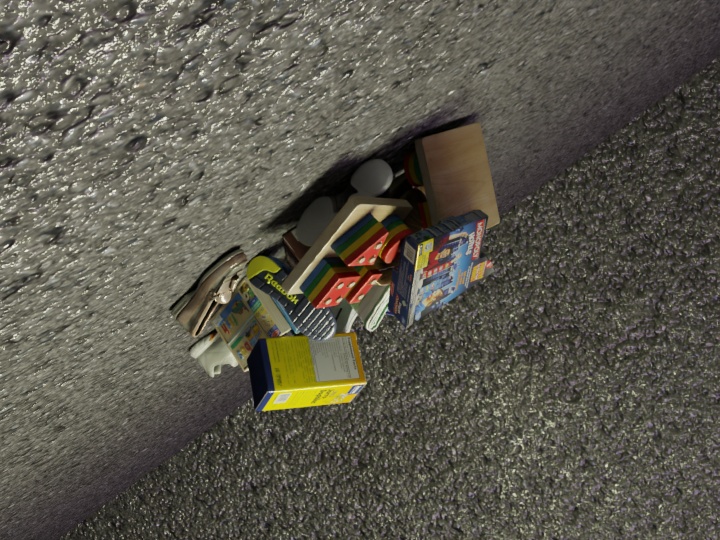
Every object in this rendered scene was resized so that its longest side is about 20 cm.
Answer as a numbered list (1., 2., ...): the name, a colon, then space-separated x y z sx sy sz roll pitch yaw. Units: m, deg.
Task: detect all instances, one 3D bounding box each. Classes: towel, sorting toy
1. towel: 0.000 0.000 1.723 0.031 0.200 0.149 2 128 -43
2. sorting toy: 0.165 -0.160 1.645 0.069 0.200 0.200 -5 -168 41
3. sorting toy: -0.003 -0.025 1.475 0.199 0.070 0.200 -50 160 21

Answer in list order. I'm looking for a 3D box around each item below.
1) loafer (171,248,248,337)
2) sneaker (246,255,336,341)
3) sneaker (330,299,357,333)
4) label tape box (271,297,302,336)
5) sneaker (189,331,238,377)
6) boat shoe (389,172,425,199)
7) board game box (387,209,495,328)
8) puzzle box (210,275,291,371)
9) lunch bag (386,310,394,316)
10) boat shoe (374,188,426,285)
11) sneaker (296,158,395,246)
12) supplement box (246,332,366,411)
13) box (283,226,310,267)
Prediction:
1. loafer: -0.245 0.040 1.491 0.200 0.063 0.072 -41 171 34
2. sneaker: -0.117 0.045 1.608 0.074 0.200 0.082 -44 179 10
3. sneaker: -0.034 0.073 1.806 0.200 0.073 0.071 -56 173 -36
4. label tape box: -0.140 0.058 1.739 0.066 0.143 0.200 -33 172 -10
5. sneaker: -0.278 0.157 1.932 0.200 0.092 0.076 -39 172 19
6. boat shoe: 0.051 -0.144 1.672 0.200 0.064 0.071 -36 138 -20
7. board game box: 0.153 -0.020 1.537 0.199 0.062 0.200 -23 140 -27
8. puzzle box: -0.220 0.107 1.735 0.025 0.133 0.200 -29 169 -40
9. lunch bag: 0.010 0.017 1.992 0.199 0.094 0.151 2 -138 23
10. boat shoe: 0.058 -0.065 1.634 0.063 0.073 0.200 2 -121 57
11. sneaker: -0.017 -0.109 1.524 0.200 0.076 0.114 -39 169 9
12. supplement box: -0.105 0.195 1.696 0.199 0.109 0.110 -2 153 -22
13. box: -0.088 -0.022 1.660 0.075 0.100 0.200 -35 173 -7
